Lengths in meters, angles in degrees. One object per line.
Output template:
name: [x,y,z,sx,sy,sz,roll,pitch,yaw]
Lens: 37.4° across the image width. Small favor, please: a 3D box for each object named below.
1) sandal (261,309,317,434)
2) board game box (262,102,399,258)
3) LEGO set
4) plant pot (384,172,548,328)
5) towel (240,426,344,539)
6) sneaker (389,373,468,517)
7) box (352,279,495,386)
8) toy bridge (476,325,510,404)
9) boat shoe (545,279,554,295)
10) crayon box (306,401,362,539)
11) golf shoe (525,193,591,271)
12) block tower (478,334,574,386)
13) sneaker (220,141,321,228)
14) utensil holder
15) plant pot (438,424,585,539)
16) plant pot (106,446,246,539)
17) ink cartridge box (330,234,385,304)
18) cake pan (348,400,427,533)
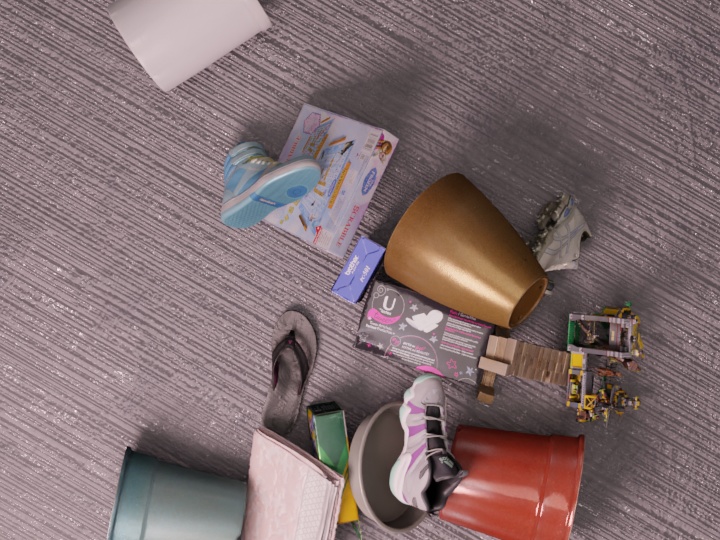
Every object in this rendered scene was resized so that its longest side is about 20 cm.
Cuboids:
sandal: [-0.113,0.165,1.702,0.075,0.048,0.202,8,91,1]
board game box: [-0.057,-0.142,1.643,0.199,0.041,0.201,27,91,45]
LEGO set: [0.398,0.143,1.638,0.153,0.115,0.201,14,83,-43]
plant pot: [0.167,-0.010,1.553,0.200,0.186,0.187,39,90,24]
towel: [-0.111,0.367,1.635,0.190,0.032,0.201,23,111,40]
sneaker: [0.115,0.260,1.554,0.077,0.140,0.201,3,98,-29]
box: [0.097,0.095,1.659,0.199,0.132,0.115,18,87,0]
toy bridge: [0.223,0.108,1.684,0.027,0.067,0.201,14,111,1]
boat shoe: [0.228,-0.031,1.688,0.199,0.073,0.062,32,94,5]
crayon box: [-0.043,0.313,1.660,0.051,0.126,0.201,-9,90,-8]
golf shoe: [0.303,-0.027,1.652,0.097,0.078,0.200,45,57,-12]
block tower: [0.268,0.140,1.635,0.199,0.054,0.058,13,89,-44]
sneaker: [-0.146,-0.161,1.648,0.199,0.079,0.131,-26,58,32]
utensil holder: [-0.264,-0.396,1.646,0.199,0.170,0.170,-34,90,3]
plant pot: [0.229,0.329,1.637,0.194,0.201,0.202,12,90,8]
plant pot: [-0.282,0.386,1.641,0.195,0.200,0.202,10,90,-7]
ink cartridge box: [0.000,0.000,1.625,0.044,0.200,0.094,29,90,3]
cake pan: [0.051,0.302,1.647,0.037,0.200,0.202,-8,90,41]
